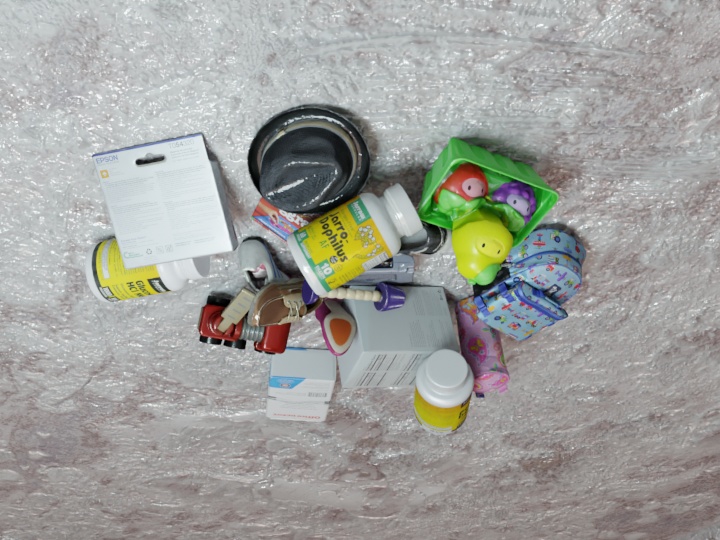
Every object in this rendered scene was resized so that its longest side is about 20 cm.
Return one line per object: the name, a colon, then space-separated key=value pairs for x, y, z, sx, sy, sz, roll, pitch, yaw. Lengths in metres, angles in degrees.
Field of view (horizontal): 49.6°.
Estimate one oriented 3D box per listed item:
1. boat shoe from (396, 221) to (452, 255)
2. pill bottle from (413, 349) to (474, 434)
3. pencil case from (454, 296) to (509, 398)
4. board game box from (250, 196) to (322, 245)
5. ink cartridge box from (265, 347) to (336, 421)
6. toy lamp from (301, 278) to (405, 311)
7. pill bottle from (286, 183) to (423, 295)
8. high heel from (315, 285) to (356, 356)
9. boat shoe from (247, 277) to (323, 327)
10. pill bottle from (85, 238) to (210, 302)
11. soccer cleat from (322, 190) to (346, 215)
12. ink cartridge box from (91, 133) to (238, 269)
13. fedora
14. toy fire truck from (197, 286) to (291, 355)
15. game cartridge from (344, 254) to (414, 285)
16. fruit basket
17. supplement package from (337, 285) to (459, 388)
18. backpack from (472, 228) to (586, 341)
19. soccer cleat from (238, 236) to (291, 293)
boat shoe: x=0.061 y=-0.059 z=1.330 sx=0.200 sy=0.074 sz=0.060 roll=10 pitch=-172 yaw=43
pill bottle: x=0.158 y=0.229 z=1.486 sx=0.109 sy=0.109 sz=0.200 roll=-2 pitch=147 yaw=1
pencil case: x=0.243 y=0.149 z=1.560 sx=0.087 sy=0.200 sz=0.088 roll=-4 pitch=143 yaw=-3
board game box: x=-0.089 y=-0.064 z=1.338 sx=0.200 sy=0.019 sz=0.103 roll=36 pitch=139 yaw=-2
ink cartridge box: x=-0.140 y=0.266 z=1.801 sx=0.146 sy=0.086 sz=0.200 roll=5 pitch=144 yaw=-7
toy lamp: x=-0.009 y=0.045 z=1.447 sx=0.200 sy=0.058 sz=0.058 roll=7 pitch=144 yaw=-26
pill bottle: x=-0.006 y=-0.054 z=1.239 sx=0.200 sy=0.113 sz=0.113 roll=-29 pitch=139 yaw=2
high heel: x=-0.055 y=0.111 z=1.493 sx=0.067 sy=0.200 sz=0.096 roll=18 pitch=126 yaw=-14
boat shoe: x=-0.133 y=0.061 z=1.428 sx=0.072 sy=0.200 sz=0.076 roll=19 pitch=113 yaw=22
pill bottle: x=-0.379 y=-0.012 z=1.400 sx=0.200 sy=0.113 sz=0.113 roll=-10 pitch=142 yaw=12
soccer cleat: x=-0.052 y=-0.088 z=1.349 sx=0.077 sy=0.069 sz=0.200 roll=2 pitch=146 yaw=1
ink cartridge box: x=-0.319 y=-0.114 z=1.284 sx=0.196 sy=0.043 sz=0.200 roll=-8 pitch=106 yaw=11
fedora: x=-0.085 y=-0.150 z=1.199 sx=0.200 sy=0.092 sz=0.201 roll=4 pitch=124 yaw=6
toy fire truck: x=-0.213 y=0.098 z=1.506 sx=0.176 sy=0.129 sz=0.200 roll=13 pitch=178 yaw=-17
game cartridge: x=0.000 y=0.000 z=1.450 sx=0.200 sy=0.041 sz=0.133 roll=-1 pitch=165 yaw=2
fruit basket: x=0.199 y=-0.087 z=1.235 sx=0.215 sy=0.216 sz=0.156 roll=16 pitch=132 yaw=-22
supplement package: x=0.065 y=0.133 z=1.553 sx=0.200 sy=0.152 sz=0.151 roll=2 pitch=145 yaw=-19
backpack: x=0.324 y=0.020 z=1.449 sx=0.200 sy=0.135 sz=0.182 roll=-32 pitch=135 yaw=30
soccer cleat: x=-0.179 y=0.023 z=1.474 sx=0.070 sy=0.086 sz=0.200 roll=-13 pitch=142 yaw=15
